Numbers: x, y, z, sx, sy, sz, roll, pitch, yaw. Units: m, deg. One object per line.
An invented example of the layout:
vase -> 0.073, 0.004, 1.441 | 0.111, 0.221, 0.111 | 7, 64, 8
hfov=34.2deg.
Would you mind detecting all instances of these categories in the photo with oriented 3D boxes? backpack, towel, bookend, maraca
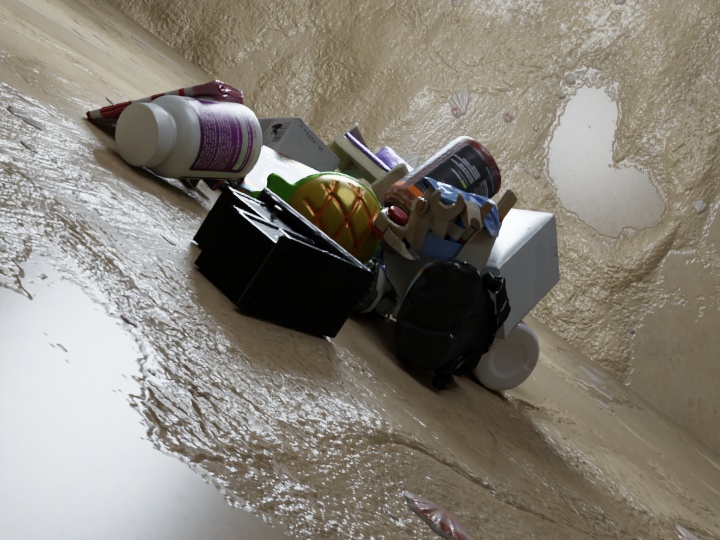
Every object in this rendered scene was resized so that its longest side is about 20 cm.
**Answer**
backpack -> 0.119, 0.066, 1.574 | 0.126, 0.168, 0.200 | 32, 0, 18
towel -> -0.279, -0.237, 1.697 | 0.144, 0.198, 0.023 | -8, 87, -80
bookend -> -0.117, -0.029, 1.317 | 0.200, 0.093, 0.198 | 38, 8, 30
maraca -> -0.059, -0.067, 1.594 | 0.198, 0.139, 0.107 | 6, -8, -24

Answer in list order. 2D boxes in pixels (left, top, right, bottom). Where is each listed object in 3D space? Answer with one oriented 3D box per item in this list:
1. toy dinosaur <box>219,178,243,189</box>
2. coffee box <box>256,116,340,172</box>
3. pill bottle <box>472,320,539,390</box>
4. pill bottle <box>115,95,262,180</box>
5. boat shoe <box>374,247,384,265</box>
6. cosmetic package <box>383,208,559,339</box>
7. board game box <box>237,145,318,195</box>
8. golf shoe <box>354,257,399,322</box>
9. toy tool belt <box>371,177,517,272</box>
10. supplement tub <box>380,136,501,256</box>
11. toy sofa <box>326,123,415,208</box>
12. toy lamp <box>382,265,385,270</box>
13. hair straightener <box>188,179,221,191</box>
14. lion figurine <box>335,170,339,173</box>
toy dinosaur -> -0.218, -0.151, 1.844 | 0.199, 0.048, 0.088 | 29, -8, -32
coffee box -> -0.143, -0.185, 1.914 | 0.199, 0.080, 0.113 | 7, -30, 51
pill bottle -> 0.190, 0.096, 1.848 | 0.113, 0.114, 0.200 | 31, 8, -29
pill bottle -> -0.236, -0.182, 1.607 | 0.112, 0.113, 0.199 | 38, 22, 27
boat shoe -> 0.042, -0.042, 2.015 | 0.201, 0.068, 0.057 | 55, -22, -3
cosmetic package -> 0.172, -0.007, 1.793 | 0.198, 0.124, 0.200 | 9, 32, 32
board game box -> -0.083, -0.093, 1.738 | 0.198, 0.057, 0.166 | 26, 26, -4
golf shoe -> 0.023, 0.031, 1.664 | 0.088, 0.077, 0.200 | 41, 7, -7
toy tool belt -> 0.119, -0.080, 1.600 | 0.199, 0.123, 0.125 | 14, 30, -39
supplement tub -> 0.107, -0.106, 1.732 | 0.107, 0.199, 0.107 | 43, -24, 24
toy sofa -> 0.034, -0.165, 1.876 | 0.083, 0.097, 0.200 | 59, -7, -35
toy lamp -> 0.000, 0.000, 1.832 | 0.058, 0.058, 0.200 | 39, 7, 28
hair straightener -> -0.278, -0.191, 1.761 | 0.076, 0.041, 0.200 | 8, 34, -42
lion figurine -> -0.026, -0.096, 2.066 | 0.199, 0.123, 0.073 | 34, 7, -13
